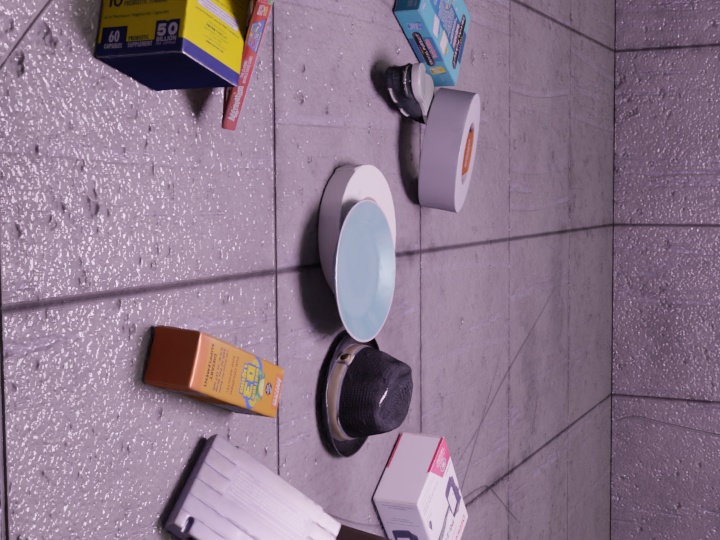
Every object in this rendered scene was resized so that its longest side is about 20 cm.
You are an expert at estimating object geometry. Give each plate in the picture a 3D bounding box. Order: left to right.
[{"bbox_3d":[0.000,0.000,1.547,0.200,0.025,0.203,-10,101,-63],"label":"plate"}]

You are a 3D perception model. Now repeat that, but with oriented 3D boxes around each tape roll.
[{"bbox_3d":[-0.003,-0.056,1.608,0.202,0.037,0.206,-5,95,-64],"label":"tape roll"},{"bbox_3d":[0.150,-0.202,1.830,0.200,0.065,0.203,11,90,-77],"label":"tape roll"}]

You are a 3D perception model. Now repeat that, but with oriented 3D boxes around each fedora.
[{"bbox_3d":[0.021,0.182,1.605,0.200,0.090,0.204,-10,101,-64],"label":"fedora"}]

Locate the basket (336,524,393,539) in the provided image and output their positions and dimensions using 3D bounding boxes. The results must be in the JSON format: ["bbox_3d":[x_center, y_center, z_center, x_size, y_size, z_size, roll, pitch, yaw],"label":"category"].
[{"bbox_3d":[-0.040,0.389,1.368,0.181,0.197,0.137,-56,139,-47],"label":"basket"}]

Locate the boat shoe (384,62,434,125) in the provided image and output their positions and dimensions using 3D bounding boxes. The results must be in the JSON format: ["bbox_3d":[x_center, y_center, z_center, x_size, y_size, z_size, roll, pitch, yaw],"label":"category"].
[{"bbox_3d":[0.081,-0.284,1.744,0.200,0.059,0.077,53,41,-72],"label":"boat shoe"}]

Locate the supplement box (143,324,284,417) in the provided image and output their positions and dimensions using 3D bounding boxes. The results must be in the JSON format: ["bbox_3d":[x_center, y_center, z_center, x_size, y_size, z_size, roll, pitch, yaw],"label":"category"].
[{"bbox_3d":[-0.162,0.119,1.250,0.200,0.068,0.067,35,62,-63],"label":"supplement box"}]

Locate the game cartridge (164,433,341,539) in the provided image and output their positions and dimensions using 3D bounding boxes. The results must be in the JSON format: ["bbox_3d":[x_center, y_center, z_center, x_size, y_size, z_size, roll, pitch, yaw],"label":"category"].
[{"bbox_3d":[-0.121,0.297,1.274,0.199,0.038,0.130,40,44,-17],"label":"game cartridge"}]

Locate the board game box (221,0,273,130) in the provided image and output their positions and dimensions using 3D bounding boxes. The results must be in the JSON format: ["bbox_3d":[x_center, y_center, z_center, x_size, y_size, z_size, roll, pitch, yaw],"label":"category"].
[{"bbox_3d":[-0.125,-0.259,1.200,0.201,0.019,0.104,117,-24,-51],"label":"board game box"}]

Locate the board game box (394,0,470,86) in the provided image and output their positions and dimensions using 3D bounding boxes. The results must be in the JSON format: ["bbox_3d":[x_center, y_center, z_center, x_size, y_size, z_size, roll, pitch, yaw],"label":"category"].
[{"bbox_3d":[0.124,-0.433,1.841,0.200,0.046,0.153,52,46,-53],"label":"board game box"}]

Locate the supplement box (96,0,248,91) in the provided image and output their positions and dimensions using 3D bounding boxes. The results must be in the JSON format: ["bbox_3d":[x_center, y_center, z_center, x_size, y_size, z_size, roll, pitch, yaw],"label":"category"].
[{"bbox_3d":[-0.186,-0.300,1.125,0.109,0.107,0.203,23,70,-63],"label":"supplement box"}]

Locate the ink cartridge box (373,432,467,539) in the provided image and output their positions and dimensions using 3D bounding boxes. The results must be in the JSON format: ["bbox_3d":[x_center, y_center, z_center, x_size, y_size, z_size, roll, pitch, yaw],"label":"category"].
[{"bbox_3d":[0.104,0.393,1.801,0.145,0.083,0.202,-61,143,-43],"label":"ink cartridge box"}]
